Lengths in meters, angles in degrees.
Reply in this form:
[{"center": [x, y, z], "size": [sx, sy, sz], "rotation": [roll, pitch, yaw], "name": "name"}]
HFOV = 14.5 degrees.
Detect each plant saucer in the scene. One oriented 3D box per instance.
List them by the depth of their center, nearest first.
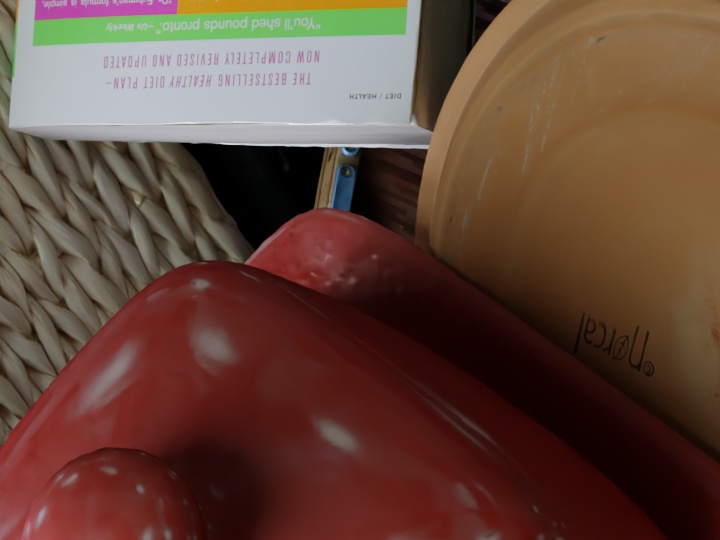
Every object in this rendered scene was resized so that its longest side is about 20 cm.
[{"center": [0.087, 0.014, 0.713], "size": [0.200, 0.032, 0.201], "rotation": [13, 109, 43], "name": "plant saucer"}]

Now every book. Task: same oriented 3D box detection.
[{"center": [-0.032, -0.138, 0.810], "size": [0.133, 0.048, 0.201], "rotation": [2, 85, 21], "name": "book"}]

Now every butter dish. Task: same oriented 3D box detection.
[{"center": [-0.029, 0.082, 0.676], "size": [0.199, 0.148, 0.200], "rotation": [36, 87, 34], "name": "butter dish"}]

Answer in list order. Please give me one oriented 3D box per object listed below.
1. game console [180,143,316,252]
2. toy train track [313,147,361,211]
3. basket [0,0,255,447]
[{"center": [-0.073, -0.079, 0.976], "size": [0.200, 0.116, 0.176], "rotation": [6, 138, 46], "name": "game console"}, {"center": [0.000, 0.000, 0.851], "size": [0.115, 0.032, 0.201], "rotation": [128, 153, -64], "name": "toy train track"}, {"center": [-0.166, -0.004, 0.903], "size": [0.198, 0.161, 0.200], "rotation": [0, 132, 49], "name": "basket"}]
